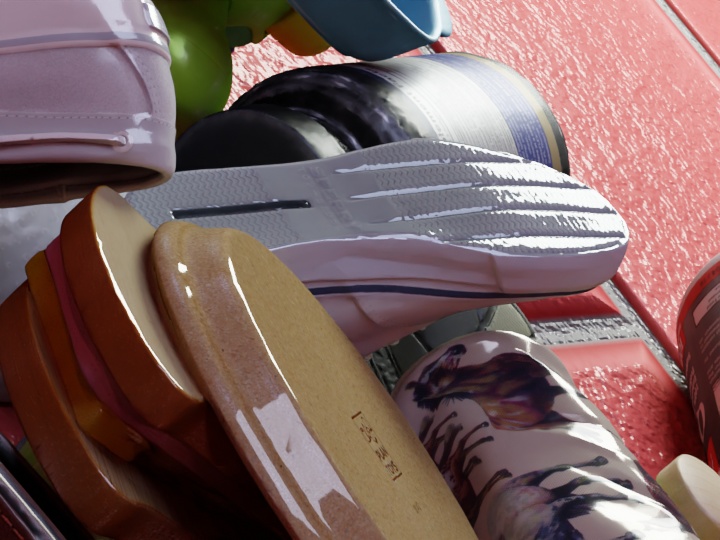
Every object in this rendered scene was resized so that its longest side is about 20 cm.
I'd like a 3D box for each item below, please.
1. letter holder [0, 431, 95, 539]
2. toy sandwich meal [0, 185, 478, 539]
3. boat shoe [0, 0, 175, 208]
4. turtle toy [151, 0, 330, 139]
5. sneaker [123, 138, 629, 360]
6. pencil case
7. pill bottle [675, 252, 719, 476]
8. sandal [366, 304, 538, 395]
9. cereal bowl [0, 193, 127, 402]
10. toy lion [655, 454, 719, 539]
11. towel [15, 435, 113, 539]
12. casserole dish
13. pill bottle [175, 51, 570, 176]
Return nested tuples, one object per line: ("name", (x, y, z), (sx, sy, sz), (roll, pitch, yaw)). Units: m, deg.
("letter holder", (-0.142, 0.052, 0.601), (0.200, 0.142, 0.101), (45, 26, 3))
("toy sandwich meal", (-0.026, 0.069, 0.690), (0.205, 0.070, 0.205), (55, 7, -10))
("boat shoe", (-0.154, -0.034, 0.708), (0.072, 0.200, 0.069), (103, -24, -73))
("turtle toy", (-0.085, -0.136, 1.006), (0.146, 0.101, 0.200), (42, 21, -34))
("sneaker", (0.000, 0.000, 0.822), (0.200, 0.071, 0.073), (-2, 41, -24))
("pencil case", (0.074, 0.105, 0.780), (0.089, 0.078, 0.200), (1, 36, -31))
("pill bottle", (0.224, 0.078, 1.116), (0.116, 0.116, 0.200), (32, 28, -23))
("sandal", (-0.013, 0.052, 0.877), (0.201, 0.057, 0.080), (-8, 76, -40))
("cereal bowl", (-0.144, -0.053, 0.825), (0.200, 0.083, 0.200), (32, 29, -20))
("toy lion", (0.125, 0.158, 0.886), (0.192, 0.069, 0.200), (19, 34, -54))
("towel", (-0.054, 0.134, 0.743), (0.200, 0.023, 0.144), (42, 25, -4))
("casserole dish", (-0.036, -0.161, 0.945), (0.200, 0.039, 0.121), (47, 19, -26))
("pill bottle", (0.001, -0.033, 0.970), (0.112, 0.112, 0.200), (50, 27, 13))
